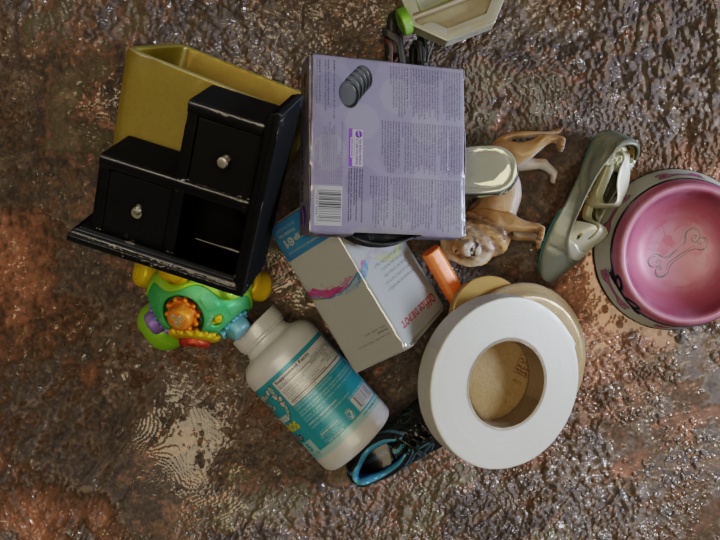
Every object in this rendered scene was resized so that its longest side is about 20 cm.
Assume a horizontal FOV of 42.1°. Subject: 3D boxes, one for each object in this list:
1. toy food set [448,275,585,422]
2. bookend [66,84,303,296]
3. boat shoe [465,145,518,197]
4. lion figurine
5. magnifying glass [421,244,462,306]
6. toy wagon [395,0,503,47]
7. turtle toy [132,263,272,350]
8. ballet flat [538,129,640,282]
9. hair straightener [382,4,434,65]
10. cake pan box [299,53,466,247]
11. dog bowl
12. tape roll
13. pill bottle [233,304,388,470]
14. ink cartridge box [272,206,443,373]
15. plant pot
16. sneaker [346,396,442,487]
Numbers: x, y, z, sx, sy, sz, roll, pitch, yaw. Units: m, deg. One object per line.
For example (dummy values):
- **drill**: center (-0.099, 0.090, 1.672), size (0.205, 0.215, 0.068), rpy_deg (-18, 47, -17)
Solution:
- **toy food set**: center (0.187, 0.113, 1.143), size (0.198, 0.049, 0.200), rpy_deg (10, 92, -23)
- **bookend**: center (-0.181, -0.105, 0.968), size (0.197, 0.092, 0.202), rpy_deg (18, 114, 3)
- **boat shoe**: center (0.088, -0.119, 1.111), size (0.199, 0.060, 0.073), rpy_deg (5, 90, 16)
- **lion figurine**: center (0.175, -0.096, 1.150), size (0.121, 0.072, 0.202), rpy_deg (14, 82, 10)
- **magnifying glass**: center (0.133, 0.058, 1.153), size (0.079, 0.022, 0.201), rpy_deg (-38, 110, -19)
- **toy wagon**: center (0.096, -0.375, 1.125), size (0.154, 0.040, 0.202), rpy_deg (-21, 84, -4)
- **turtle toy**: center (-0.206, 0.044, 1.132), size (0.145, 0.199, 0.102), rpy_deg (14, 75, -35)
- **ballet flat**: center (0.279, -0.073, 1.134), size (0.063, 0.067, 0.202), rpy_deg (27, 96, 45)
- **hair straightener**: center (0.065, -0.231, 1.156), size (0.076, 0.041, 0.203), rpy_deg (-2, 91, -1)
- **cake pan box**: center (0.025, -0.127, 1.026), size (0.182, 0.052, 0.203), rpy_deg (0, 88, -17)
- **dog bowl**: center (0.388, -0.023, 1.136), size (0.197, 0.074, 0.203), rpy_deg (0, 96, 3)
- **tape roll**: center (0.163, 0.128, 1.089), size (0.200, 0.037, 0.206), rpy_deg (-3, 97, -21)
- **pill bottle**: center (-0.066, 0.139, 1.157), size (0.111, 0.111, 0.200), rpy_deg (-42, 91, 6)
- **ink cartridge box**: center (0.000, 0.000, 1.114), size (0.084, 0.144, 0.201), rpy_deg (-31, 93, 29)
- **plant pot**: center (-0.182, -0.136, 1.105), size (0.192, 0.196, 0.202), rpy_deg (21, 107, 1)
- **sneaker**: center (0.069, 0.208, 1.170), size (0.199, 0.082, 0.073), rpy_deg (-38, 91, 4)
